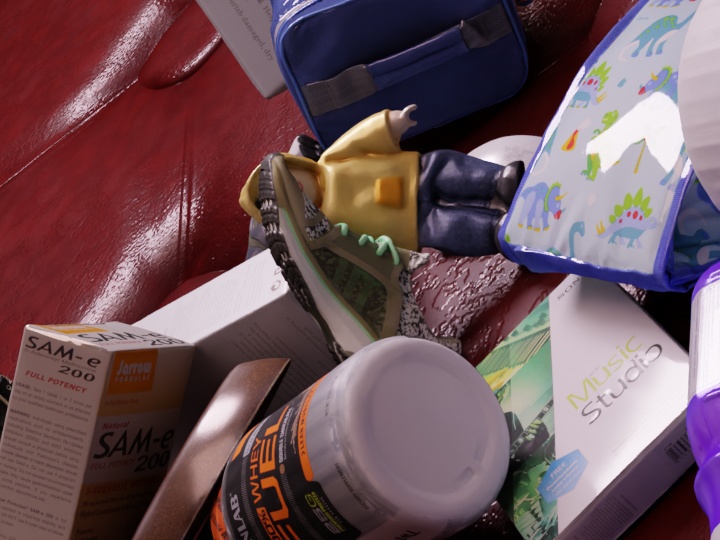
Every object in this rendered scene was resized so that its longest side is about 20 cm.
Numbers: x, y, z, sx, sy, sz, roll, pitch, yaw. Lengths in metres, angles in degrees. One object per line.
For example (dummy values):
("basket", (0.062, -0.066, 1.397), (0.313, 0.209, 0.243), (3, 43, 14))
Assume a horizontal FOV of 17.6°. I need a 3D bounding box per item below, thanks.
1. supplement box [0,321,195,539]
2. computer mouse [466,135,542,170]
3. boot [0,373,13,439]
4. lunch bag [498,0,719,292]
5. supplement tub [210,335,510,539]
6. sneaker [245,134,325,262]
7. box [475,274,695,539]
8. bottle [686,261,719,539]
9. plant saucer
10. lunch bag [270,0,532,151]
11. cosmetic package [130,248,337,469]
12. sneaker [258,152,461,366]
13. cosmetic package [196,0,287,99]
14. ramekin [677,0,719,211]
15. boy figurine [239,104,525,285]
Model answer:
("supplement box", (-0.191, 0.140, 1.602), (0.073, 0.126, 0.201), (15, 97, 22))
("computer mouse", (0.070, -0.058, 1.681), (0.199, 0.044, 0.110), (-21, 36, 41))
("boot", (-0.260, 0.103, 1.753), (0.080, 0.157, 0.211), (-56, -2, 24))
("lunch bag", (0.197, -0.067, 1.425), (0.200, 0.128, 0.170), (-45, 26, -19))
("supplement tub", (-0.007, 0.129, 1.428), (0.200, 0.122, 0.123), (-39, 23, 51))
("sneaker", (-0.046, -0.046, 1.752), (0.081, 0.074, 0.200), (-57, -6, 18))
("box", (0.133, 0.085, 1.409), (0.144, 0.036, 0.200), (-45, 26, 4))
("bottle", (0.214, 0.081, 1.249), (0.065, 0.084, 0.201), (-28, 33, 31))
("plant saucer", (-0.109, 0.140, 1.577), (0.201, 0.034, 0.200), (-60, -2, -4))
("lunch bag", (0.036, -0.180, 1.770), (0.199, 0.136, 0.133), (-23, 31, 6))
("cosmetic package", (-0.089, 0.062, 1.687), (0.199, 0.102, 0.074), (-26, 32, 32))
("sneaker", (0.000, 0.000, 1.567), (0.088, 0.201, 0.077), (-32, 12, -10))
("cosmetic package", (-0.026, -0.276, 1.924), (0.200, 0.167, 0.167), (-34, 3, 22))
("ramekin", (0.272, -0.097, 1.289), (0.201, 0.200, 0.098), (-57, 21, -20))
("boy figurine", (0.014, -0.055, 1.604), (0.064, 0.199, 0.125), (21, -104, -81))
